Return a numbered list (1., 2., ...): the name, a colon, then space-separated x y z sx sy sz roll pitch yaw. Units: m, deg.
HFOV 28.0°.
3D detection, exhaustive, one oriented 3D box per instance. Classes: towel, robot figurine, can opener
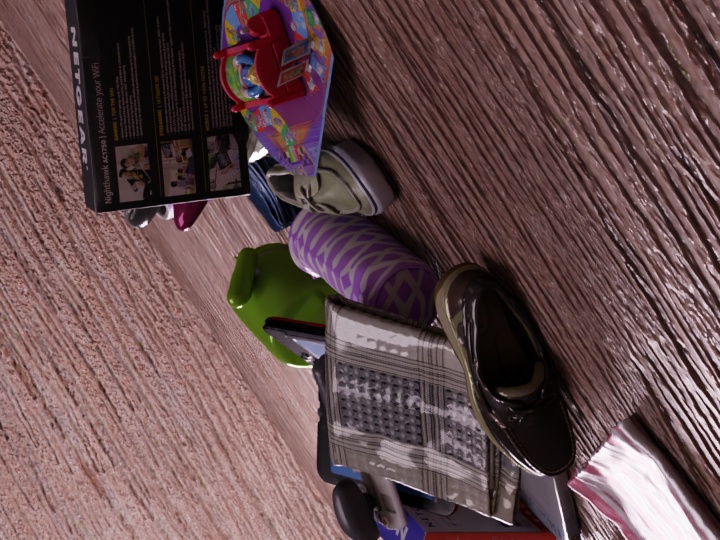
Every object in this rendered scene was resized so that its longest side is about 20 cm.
1. towel: 0.231 0.197 1.136 0.147 0.030 0.200 51 168 13
2. robot figurine: -0.085 0.040 1.745 0.175 0.116 0.200 38 -179 -40
3. towel: -0.129 -0.132 1.608 0.201 0.048 0.112 56 169 -5
4. towel: 0.055 0.128 1.280 0.198 0.035 0.194 16 126 22
5. can opener: -0.007 0.178 1.393 0.053 0.067 0.202 7 126 43

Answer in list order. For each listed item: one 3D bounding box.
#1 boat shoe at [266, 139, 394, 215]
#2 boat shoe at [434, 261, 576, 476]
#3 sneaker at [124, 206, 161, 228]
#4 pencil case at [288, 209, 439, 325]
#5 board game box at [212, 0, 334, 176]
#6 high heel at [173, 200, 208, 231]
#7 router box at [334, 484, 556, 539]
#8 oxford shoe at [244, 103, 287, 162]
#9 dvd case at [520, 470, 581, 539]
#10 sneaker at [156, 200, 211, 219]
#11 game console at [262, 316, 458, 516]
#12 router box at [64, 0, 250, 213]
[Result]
1. boat shoe: -0.029 -0.077 1.322 0.072 0.062 0.200 58 167 -18
2. boat shoe: 0.121 0.089 1.162 0.201 0.073 0.065 59 173 -19
3. sneaker: -0.168 -0.122 1.449 0.079 0.201 0.075 30 -171 -12
4. pencil case: 0.000 0.000 1.364 0.200 0.083 0.086 39 127 57
5. board game box: -0.088 -0.169 1.200 0.158 0.039 0.201 50 148 29
6. high heel: -0.177 -0.143 1.378 0.095 0.202 0.067 13 175 -25
7. router box: 0.084 0.247 1.547 0.178 0.049 0.200 7 -160 -34
8. oxford shoe: -0.070 -0.155 1.302 0.200 0.057 0.076 130 132 -64
9. dvd case: 0.158 0.185 1.420 0.143 0.017 0.201 46 165 36
10. sneaker: -0.186 -0.142 1.508 0.072 0.114 0.202 27 131 30
11. game console: -0.002 0.141 1.428 0.199 0.120 0.172 7 157 43
12. router box: -0.181 -0.161 1.302 0.051 0.148 0.202 -156 61 -65
